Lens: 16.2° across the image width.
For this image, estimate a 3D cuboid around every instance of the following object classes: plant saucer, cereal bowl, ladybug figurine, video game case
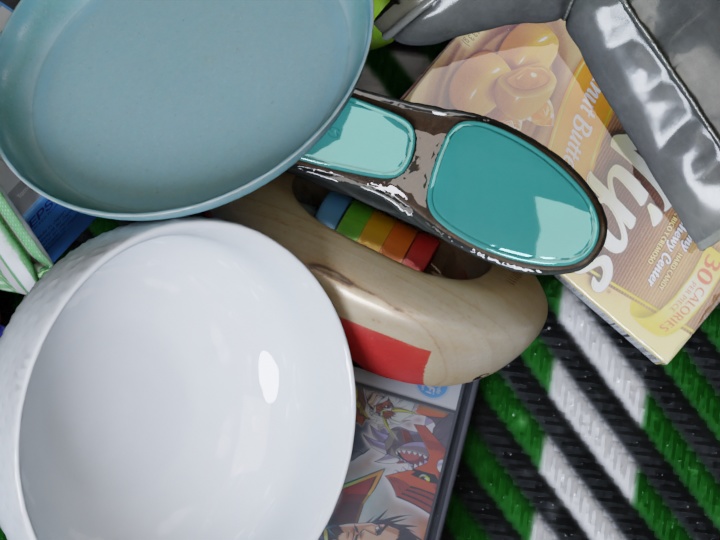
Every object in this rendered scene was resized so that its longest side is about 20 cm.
[{"bbox_3d":[-0.086,-0.101,1.241,0.198,0.027,0.201,-9,53,11],"label":"plant saucer"},{"bbox_3d":[-0.103,0.072,1.239,0.199,0.083,0.202,-4,97,-38],"label":"cereal bowl"},{"bbox_3d":[0.000,0.000,1.333,0.199,0.136,0.072,28,118,9],"label":"ladybug figurine"},{"bbox_3d":[-0.044,0.115,1.320,0.179,0.026,0.201,19,63,-7],"label":"video game case"}]

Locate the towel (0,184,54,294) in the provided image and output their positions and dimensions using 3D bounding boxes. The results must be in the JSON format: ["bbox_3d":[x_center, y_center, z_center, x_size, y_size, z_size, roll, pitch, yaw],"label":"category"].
[{"bbox_3d":[-0.240,-0.048,1.278,0.023,0.199,0.153,-47,119,-25],"label":"towel"}]

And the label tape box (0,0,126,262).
[{"bbox_3d":[-0.199,-0.109,1.323,0.199,0.066,0.143,35,68,18],"label":"label tape box"}]

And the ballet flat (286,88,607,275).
[{"bbox_3d":[0.035,-0.054,1.304,0.199,0.068,0.068,24,88,7],"label":"ballet flat"}]

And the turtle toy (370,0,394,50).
[{"bbox_3d":[-0.057,-0.187,1.344,0.200,0.101,0.146,41,122,3],"label":"turtle toy"}]

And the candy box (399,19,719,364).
[{"bbox_3d":[0.123,-0.057,1.361,0.200,0.055,0.116,41,90,3],"label":"candy box"}]

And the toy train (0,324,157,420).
[{"bbox_3d":[-0.216,0.070,1.284,0.199,0.085,0.116,30,73,6],"label":"toy train"}]

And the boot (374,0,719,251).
[{"bbox_3d":[0.128,-0.099,1.303,0.181,0.073,0.201,-30,101,11],"label":"boot"}]
